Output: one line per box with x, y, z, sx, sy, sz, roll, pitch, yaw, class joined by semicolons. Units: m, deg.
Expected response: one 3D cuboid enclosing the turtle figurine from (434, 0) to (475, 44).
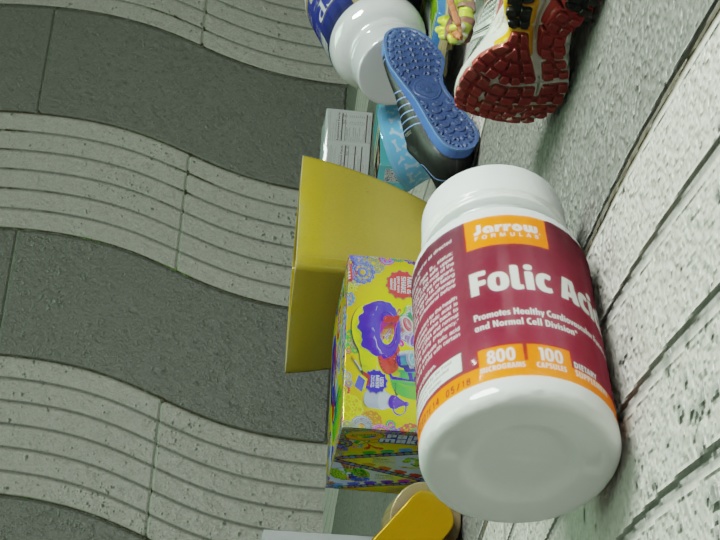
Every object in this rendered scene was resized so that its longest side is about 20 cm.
0.104;-0.306;1.210;0.161;0.063;0.203;79;-174;-77;turtle figurine

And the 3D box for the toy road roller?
0.045;0.319;1.159;0.200;0.146;0.123;-48;-7;-16;toy road roller

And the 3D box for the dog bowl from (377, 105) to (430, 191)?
0.063;-0.189;1.493;0.202;0.049;0.112;-89;-24;-45;dog bowl

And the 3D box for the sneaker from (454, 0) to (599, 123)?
0.121;-0.178;0.848;0.201;0.077;0.083;116;164;-54;sneaker

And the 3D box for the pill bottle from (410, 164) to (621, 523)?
0.087;0.036;0.726;0.202;0.112;0.115;-90;7;-47;pill bottle

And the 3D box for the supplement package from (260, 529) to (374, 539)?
-0.025;0.410;1.328;0.147;0.188;0.204;-112;28;-79;supplement package

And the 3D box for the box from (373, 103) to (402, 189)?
0.049;-0.198;1.950;0.202;0.048;0.083;-90;6;-48;box

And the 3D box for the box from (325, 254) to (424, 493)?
0.032;0.120;1.353;0.193;0.120;0.203;104;170;-60;box

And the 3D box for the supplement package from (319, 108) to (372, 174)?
-0.038;-0.276;2.825;0.200;0.109;0.159;130;145;-84;supplement package

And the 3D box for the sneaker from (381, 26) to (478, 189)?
0.065;-0.171;1.294;0.078;0.069;0.202;106;151;-48;sneaker

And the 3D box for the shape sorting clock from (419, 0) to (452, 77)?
0.099;-0.306;1.440;0.200;0.039;0.204;-177;90;-86;shape sorting clock

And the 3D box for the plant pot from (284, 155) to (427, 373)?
0.000;0.000;1.541;0.202;0.173;0.202;-88;5;-46;plant pot

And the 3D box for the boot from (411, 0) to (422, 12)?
0.070;-0.336;1.653;0.164;0.072;0.200;102;178;-47;boot

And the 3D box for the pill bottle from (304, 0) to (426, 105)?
0.012;-0.285;1.442;0.201;0.118;0.121;-116;27;-49;pill bottle
